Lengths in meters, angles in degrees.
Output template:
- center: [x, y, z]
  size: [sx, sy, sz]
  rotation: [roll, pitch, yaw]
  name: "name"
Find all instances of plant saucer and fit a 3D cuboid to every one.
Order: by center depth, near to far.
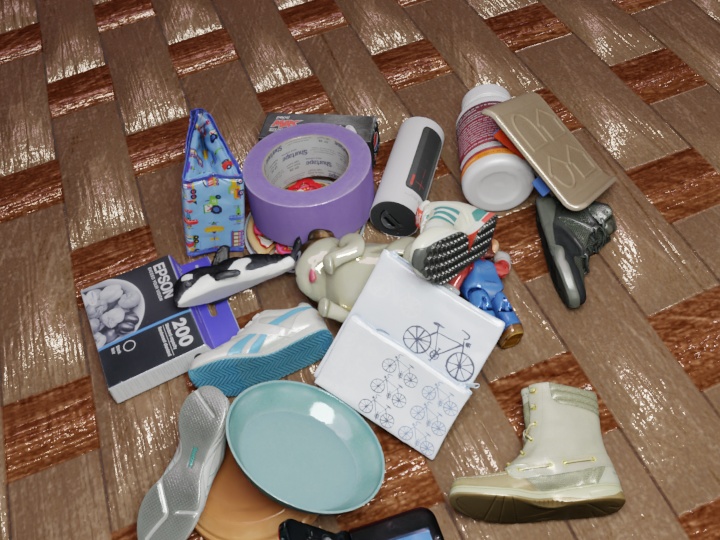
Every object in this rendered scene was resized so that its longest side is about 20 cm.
- center: [-0.068, 0.213, 0.905]
  size: [0.198, 0.036, 0.201]
  rotation: [20, 30, -12]
  name: "plant saucer"
- center: [-0.132, 0.246, 0.959]
  size: [0.198, 0.038, 0.202]
  rotation: [-4, 51, 5]
  name: "plant saucer"

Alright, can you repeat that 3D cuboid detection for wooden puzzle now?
- center: [0.276, -0.175, 1.141]
  size: [0.200, 0.046, 0.185]
  rotation: [48, 37, 8]
  name: "wooden puzzle"

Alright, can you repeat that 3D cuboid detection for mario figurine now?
- center: [0.160, 0.017, 1.077]
  size: [0.105, 0.123, 0.202]
  rotation: [-23, 58, 21]
  name: "mario figurine"

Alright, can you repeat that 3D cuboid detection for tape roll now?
- center: [-0.078, -0.135, 1.191]
  size: [0.198, 0.085, 0.201]
  rotation: [-3, 47, 3]
  name: "tape roll"

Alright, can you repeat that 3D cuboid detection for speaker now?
- center: [0.076, -0.150, 1.225]
  size: [0.080, 0.082, 0.201]
  rotation: [8, 52, 15]
  name: "speaker"

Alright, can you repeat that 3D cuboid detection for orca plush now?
- center: [-0.180, -0.013, 1.108]
  size: [0.198, 0.105, 0.072]
  rotation: [-23, 76, -4]
  name: "orca plush"

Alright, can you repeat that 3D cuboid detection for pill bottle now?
- center: [0.210, -0.202, 1.225]
  size: [0.112, 0.113, 0.201]
  rotation: [-4, 51, 5]
  name: "pill bottle"

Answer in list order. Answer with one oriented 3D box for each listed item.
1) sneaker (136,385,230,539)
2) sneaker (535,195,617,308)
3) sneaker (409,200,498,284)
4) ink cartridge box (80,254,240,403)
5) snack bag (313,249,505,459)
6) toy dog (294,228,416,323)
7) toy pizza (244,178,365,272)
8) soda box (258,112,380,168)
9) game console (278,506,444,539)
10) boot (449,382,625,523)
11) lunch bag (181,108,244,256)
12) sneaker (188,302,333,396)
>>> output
- center: [-0.196, 0.241, 0.910]
  size: [0.070, 0.080, 0.202]
  rotation: [18, 75, 13]
  name: "sneaker"
- center: [0.318, -0.037, 1.097]
  size: [0.113, 0.077, 0.201]
  rotation: [-9, 44, 10]
  name: "sneaker"
- center: [0.096, -0.044, 0.971]
  size: [0.093, 0.071, 0.199]
  rotation: [25, 29, 26]
  name: "sneaker"
- center: [-0.291, 0.069, 1.126]
  size: [0.198, 0.044, 0.199]
  rotation: [-23, 51, -12]
  name: "ink cartridge box"
- center: [0.061, 0.103, 0.956]
  size: [0.188, 0.021, 0.201]
  rotation: [32, 101, 13]
  name: "snack bag"
- center: [0.000, 0.000, 1.073]
  size: [0.198, 0.141, 0.194]
  rotation: [7, 25, 20]
  name: "toy dog"
- center: [-0.091, -0.080, 1.223]
  size: [0.198, 0.032, 0.202]
  rotation: [-4, 50, 5]
  name: "toy pizza"
- center: [-0.069, -0.223, 1.318]
  size: [0.198, 0.064, 0.071]
  rotation: [4, 51, 12]
  name: "soda box"
- center: [0.024, 0.345, 0.806]
  size: [0.118, 0.172, 0.201]
  rotation: [-35, 49, 14]
  name: "game console"
- center: [0.199, 0.213, 0.914]
  size: [0.198, 0.072, 0.156]
  rotation: [-2, 51, 0]
  name: "boot"
- center: [-0.243, -0.148, 1.222]
  size: [0.093, 0.151, 0.201]
  rotation: [-6, 45, -14]
  name: "lunch bag"
- center: [-0.141, 0.108, 1.057]
  size: [0.198, 0.077, 0.081]
  rotation: [-18, 43, -16]
  name: "sneaker"
